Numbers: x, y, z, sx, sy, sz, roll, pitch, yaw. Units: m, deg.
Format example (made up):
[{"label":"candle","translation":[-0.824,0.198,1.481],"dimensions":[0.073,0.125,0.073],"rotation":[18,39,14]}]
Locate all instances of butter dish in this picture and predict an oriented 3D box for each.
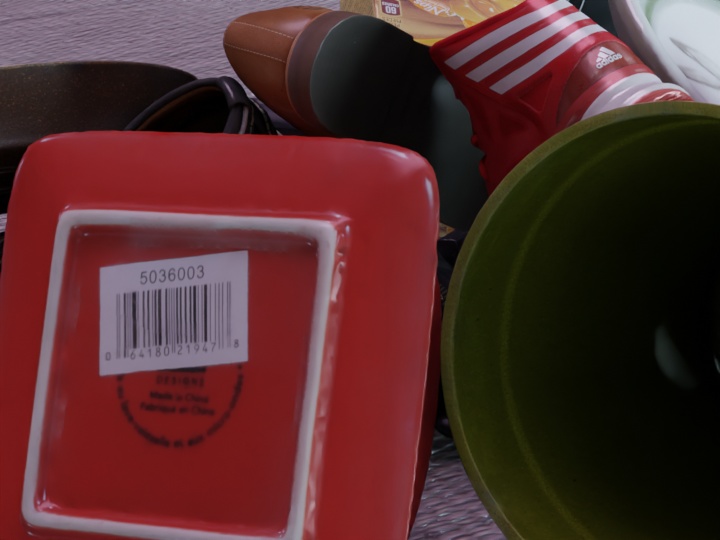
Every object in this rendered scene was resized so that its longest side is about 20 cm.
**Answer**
[{"label":"butter dish","translation":[-0.040,0.052,1.212],"dimensions":[0.199,0.200,0.148],"rotation":[3,-7,29]}]

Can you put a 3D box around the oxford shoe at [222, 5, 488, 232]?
[{"label":"oxford shoe","translation":[0.011,-0.074,1.325],"dimensions":[0.071,0.072,0.200],"rotation":[19,-8,37]}]

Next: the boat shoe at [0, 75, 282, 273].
[{"label":"boat shoe","translation":[-0.122,-0.011,1.286],"dimensions":[0.200,0.072,0.068],"rotation":[-37,-24,-1]}]

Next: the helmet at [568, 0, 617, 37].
[{"label":"helmet","translation":[0.130,-0.198,1.979],"dimensions":[0.199,0.191,0.200],"rotation":[19,36,-15]}]

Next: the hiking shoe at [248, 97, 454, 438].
[{"label":"hiking shoe","translation":[0.000,0.000,1.339],"dimensions":[0.076,0.200,0.101],"rotation":[-47,11,13]}]

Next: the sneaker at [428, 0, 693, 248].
[{"label":"sneaker","translation":[0.079,-0.042,1.296],"dimensions":[0.078,0.200,0.116],"rotation":[-19,57,-30]}]

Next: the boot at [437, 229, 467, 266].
[{"label":"boot","translation":[0.119,-0.027,1.494],"dimensions":[0.162,0.074,0.198],"rotation":[-34,-7,35]}]

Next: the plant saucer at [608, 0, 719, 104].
[{"label":"plant saucer","translation":[0.185,-0.097,1.439],"dimensions":[0.050,0.200,0.200],"rotation":[-45,-11,35]}]

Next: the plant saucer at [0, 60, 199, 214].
[{"label":"plant saucer","translation":[-0.168,-0.054,1.350],"dimensions":[0.200,0.035,0.200],"rotation":[-9,-9,-1]}]

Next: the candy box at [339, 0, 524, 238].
[{"label":"candy box","translation":[0.056,-0.092,1.643],"dimensions":[0.115,0.055,0.200],"rotation":[10,43,-16]}]

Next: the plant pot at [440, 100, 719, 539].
[{"label":"plant pot","translation":[0.164,0.031,1.203],"dimensions":[0.200,0.201,0.193],"rotation":[5,6,29]}]

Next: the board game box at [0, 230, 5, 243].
[{"label":"board game box","translation":[-0.127,0.022,1.392],"dimensions":[0.199,0.062,0.200],"rotation":[-14,32,8]}]
